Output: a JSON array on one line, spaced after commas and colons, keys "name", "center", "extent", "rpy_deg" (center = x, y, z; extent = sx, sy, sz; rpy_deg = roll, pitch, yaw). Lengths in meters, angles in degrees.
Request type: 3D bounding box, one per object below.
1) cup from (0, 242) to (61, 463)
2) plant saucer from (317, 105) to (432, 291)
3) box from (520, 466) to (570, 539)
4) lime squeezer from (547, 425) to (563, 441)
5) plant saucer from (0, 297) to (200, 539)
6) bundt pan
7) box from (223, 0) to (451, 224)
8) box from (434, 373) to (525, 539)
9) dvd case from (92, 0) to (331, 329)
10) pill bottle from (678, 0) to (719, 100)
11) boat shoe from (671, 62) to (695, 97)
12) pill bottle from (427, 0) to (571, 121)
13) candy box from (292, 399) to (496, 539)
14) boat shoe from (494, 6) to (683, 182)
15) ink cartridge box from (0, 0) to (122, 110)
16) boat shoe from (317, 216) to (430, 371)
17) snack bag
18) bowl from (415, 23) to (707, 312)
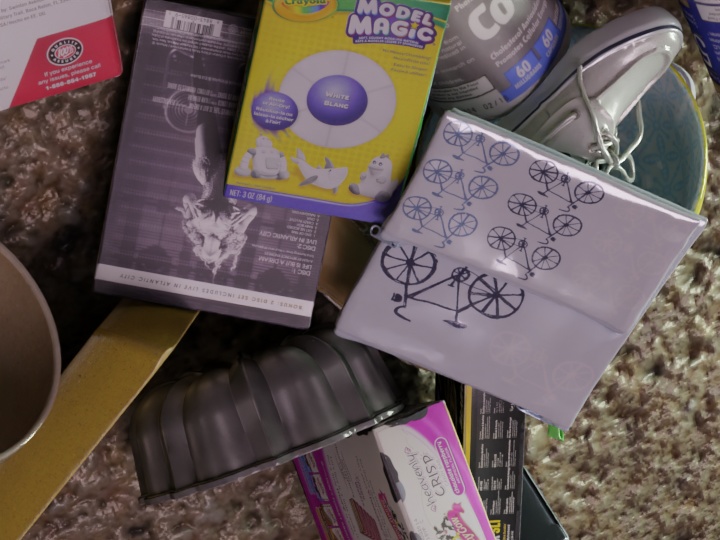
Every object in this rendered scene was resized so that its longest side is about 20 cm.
[{"name": "cup", "center": [-0.313, 0.074, 1.574], "extent": [0.200, 0.201, 0.143], "rpy_deg": [10, 143, -29]}, {"name": "plant saucer", "center": [-0.046, -0.073, 1.670], "extent": [0.200, 0.037, 0.201], "rpy_deg": [-12, 128, -16]}, {"name": "box", "center": [0.109, 0.247, 1.894], "extent": [0.104, 0.148, 0.200], "rpy_deg": [-25, 128, -5]}, {"name": "lime squeezer", "center": [0.151, 0.020, 1.805], "extent": [0.038, 0.070, 0.201], "rpy_deg": [26, 83, -44]}, {"name": "plant saucer", "center": [-0.186, 0.088, 1.648], "extent": [0.048, 0.200, 0.200], "rpy_deg": [39, 104, -4]}, {"name": "bundt pan", "center": [-0.071, 0.093, 1.692], "extent": [0.201, 0.202, 0.076], "rpy_deg": [-20, 92, -10]}, {"name": "box", "center": [-0.013, -0.127, 1.521], "extent": [0.117, 0.048, 0.201], "rpy_deg": [9, 125, -6]}, {"name": "box", "center": [0.085, 0.087, 1.757], "extent": [0.049, 0.160, 0.201], "rpy_deg": [-2, 127, -3]}, {"name": "dvd case", "center": [-0.087, -0.069, 1.600], "extent": [0.148, 0.016, 0.201], "rpy_deg": [10, 104, -7]}, {"name": "pill bottle", "center": [0.289, -0.160, 1.647], "extent": [0.119, 0.120, 0.200], "rpy_deg": [-30, 124, -2]}, {"name": "boat shoe", "center": [0.173, -0.065, 1.761], "extent": [0.200, 0.072, 0.062], "rpy_deg": [-54, 166, 7]}, {"name": "pill bottle", "center": [0.045, -0.197, 1.572], "extent": [0.114, 0.114, 0.200], "rpy_deg": [-37, 130, 4]}, {"name": "candy box", "center": [0.023, 0.169, 1.737], "extent": [0.061, 0.200, 0.137], "rpy_deg": [-21, 92, -20]}, {"name": "boat shoe", "center": [0.140, -0.081, 1.576], "extent": [0.202, 0.086, 0.075], "rpy_deg": [-38, 147, 5]}, {"name": "ink cartridge box", "center": [-0.235, -0.199, 1.465], "extent": [0.147, 0.086, 0.201], "rpy_deg": [-16, 127, -13]}, {"name": "boat shoe", "center": [0.000, 0.000, 1.668], "extent": [0.072, 0.076, 0.200], "rpy_deg": [-42, 126, 12]}, {"name": "snack bag", "center": [0.096, 0.005, 1.574], "extent": [0.188, 0.021, 0.200], "rpy_deg": [23, 124, -12]}, {"name": "bowl", "center": [0.146, -0.058, 1.673], "extent": [0.200, 0.200, 0.108], "rpy_deg": [-36, 160, 4]}]
